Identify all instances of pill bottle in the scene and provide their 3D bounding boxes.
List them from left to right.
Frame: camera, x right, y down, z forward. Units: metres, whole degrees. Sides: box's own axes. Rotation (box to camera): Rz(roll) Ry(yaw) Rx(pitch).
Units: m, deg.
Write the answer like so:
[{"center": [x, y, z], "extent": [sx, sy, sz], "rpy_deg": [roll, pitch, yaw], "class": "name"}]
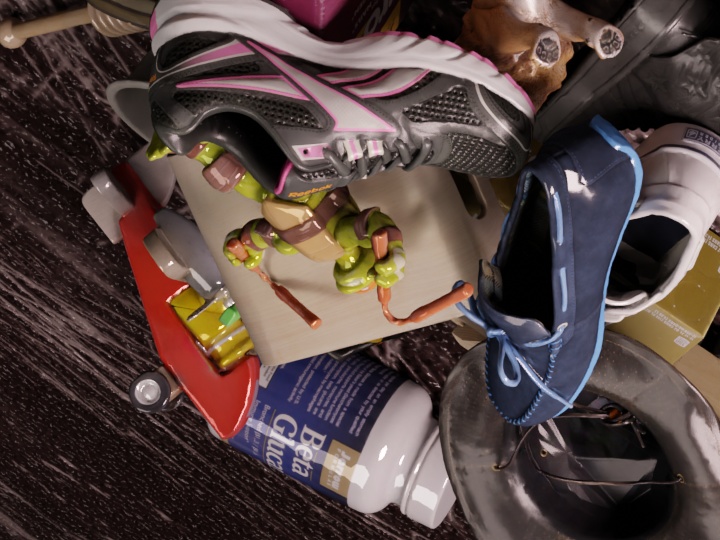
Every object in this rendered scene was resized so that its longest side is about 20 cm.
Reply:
[{"center": [-0.012, 0.123, 1.536], "extent": [0.199, 0.111, 0.111], "rpy_deg": [25, 153, 14], "class": "pill bottle"}]

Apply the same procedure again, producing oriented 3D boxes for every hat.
[{"center": [0.142, 0.102, 1.154], "extent": [0.199, 0.081, 0.202], "rpy_deg": [12, 123, 19], "class": "hat"}]

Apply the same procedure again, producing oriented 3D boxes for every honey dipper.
[{"center": [-0.199, -0.172, 1.327], "extent": [0.199, 0.038, 0.038], "rpy_deg": [0, 139, 52], "class": "honey dipper"}]

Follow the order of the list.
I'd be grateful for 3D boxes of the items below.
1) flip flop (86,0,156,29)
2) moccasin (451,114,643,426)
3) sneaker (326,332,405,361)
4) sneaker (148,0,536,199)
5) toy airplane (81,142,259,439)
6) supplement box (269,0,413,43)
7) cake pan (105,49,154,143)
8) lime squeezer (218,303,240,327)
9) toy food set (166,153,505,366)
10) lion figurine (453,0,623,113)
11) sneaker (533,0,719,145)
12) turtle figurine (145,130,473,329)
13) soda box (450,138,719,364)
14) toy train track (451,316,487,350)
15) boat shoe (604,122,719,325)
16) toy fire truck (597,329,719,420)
[{"center": [-0.078, -0.159, 1.185], "extent": [0.199, 0.058, 0.081], "rpy_deg": [24, -168, 20], "class": "flip flop"}, {"center": [0.086, 0.004, 1.019], "extent": [0.080, 0.068, 0.201], "rpy_deg": [41, 140, 36], "class": "moccasin"}, {"center": [0.030, 0.010, 1.319], "extent": [0.070, 0.090, 0.200], "rpy_deg": [36, 154, -7], "class": "sneaker"}, {"center": [-0.015, -0.069, 0.968], "extent": [0.198, 0.087, 0.080], "rpy_deg": [12, 153, -6], "class": "sneaker"}, {"center": [-0.119, -0.004, 1.426], "extent": [0.140, 0.201, 0.200], "rpy_deg": [-17, 131, 4], "class": "toy airplane"}, {"center": [-0.034, -0.182, 1.015], "extent": [0.103, 0.131, 0.200], "rpy_deg": [25, 154, 11], "class": "supplement box"}, {"center": [-0.070, -0.087, 1.275], "extent": [0.199, 0.037, 0.200], "rpy_deg": [25, 168, 5], "class": "cake pan"}, {"center": [-0.036, 0.000, 1.381], "extent": [0.038, 0.071, 0.200], "rpy_deg": [23, -168, 15], "class": "lime squeezer"}, {"center": [-0.011, -0.033, 1.158], "extent": [0.199, 0.060, 0.144], "rpy_deg": [-17, 103, 34], "class": "toy food set"}, {"center": [0.070, -0.163, 0.994], "extent": [0.122, 0.072, 0.202], "rpy_deg": [28, 131, 62], "class": "lion figurine"}, {"center": [0.167, -0.093, 1.026], "extent": [0.104, 0.060, 0.200], "rpy_deg": [37, 151, -2], "class": "sneaker"}, {"center": [-0.029, -0.035, 1.058], "extent": [0.161, 0.065, 0.199], "rpy_deg": [44, 160, -28], "class": "turtle figurine"}, {"center": [0.126, -0.028, 1.173], "extent": [0.199, 0.068, 0.064], "rpy_deg": [33, 153, -1], "class": "soda box"}, {"center": [0.000, 0.000, 1.232], "extent": [0.199, 0.033, 0.115], "rpy_deg": [34, 172, 24], "class": "toy train track"}, {"center": [0.137, -0.008, 1.060], "extent": [0.073, 0.066, 0.200], "rpy_deg": [29, 149, 1], "class": "boat shoe"}, {"center": [0.159, 0.081, 1.293], "extent": [0.175, 0.129, 0.200], "rpy_deg": [33, 144, 0], "class": "toy fire truck"}]
